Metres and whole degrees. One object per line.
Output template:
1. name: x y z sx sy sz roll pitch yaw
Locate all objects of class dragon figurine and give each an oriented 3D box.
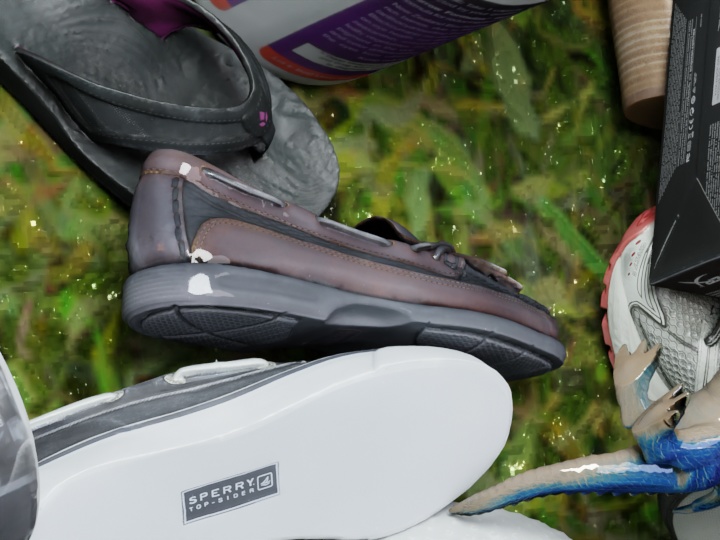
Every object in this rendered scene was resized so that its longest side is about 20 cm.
1. dragon figurine: 0.139 0.066 0.934 0.200 0.059 0.099 -34 115 -5

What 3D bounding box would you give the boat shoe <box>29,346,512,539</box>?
1. boat shoe: -0.043 0.061 0.908 0.200 0.068 0.072 -16 122 -26

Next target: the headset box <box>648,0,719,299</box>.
1. headset box: 0.222 -0.053 1.011 0.200 0.077 0.149 11 76 -19

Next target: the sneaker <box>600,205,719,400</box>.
1. sneaker: 0.175 0.051 1.042 0.200 0.082 0.078 49 59 -15

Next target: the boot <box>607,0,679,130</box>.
1. boot: 0.187 -0.126 1.100 0.200 0.077 0.155 9 72 -24

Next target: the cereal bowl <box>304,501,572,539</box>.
1. cereal bowl: 0.045 0.180 0.934 0.200 0.083 0.200 6 78 -31

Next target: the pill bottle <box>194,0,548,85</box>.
1. pill bottle: 0.028 -0.139 0.913 0.111 0.200 0.112 7 78 -32

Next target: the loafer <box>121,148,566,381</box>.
1. loafer: 0.000 0.000 0.937 0.200 0.072 0.063 11 69 -42

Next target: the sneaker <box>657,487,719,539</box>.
1. sneaker: 0.193 0.140 0.986 0.200 0.074 0.079 43 30 -2

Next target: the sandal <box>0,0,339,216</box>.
1. sandal: -0.085 -0.075 0.919 0.200 0.048 0.075 36 64 -23

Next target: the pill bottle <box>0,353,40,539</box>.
1. pill bottle: -0.205 0.077 0.778 0.200 0.106 0.106 -23 94 -34
